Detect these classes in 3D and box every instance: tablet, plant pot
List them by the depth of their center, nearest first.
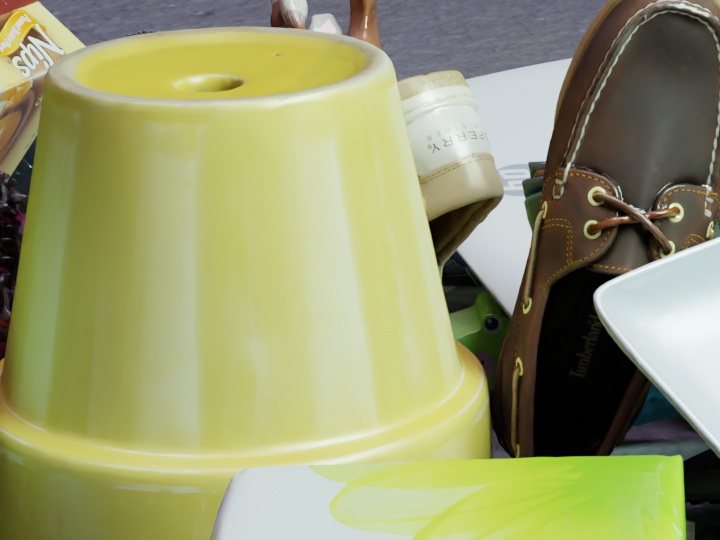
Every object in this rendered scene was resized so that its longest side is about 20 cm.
[{"bbox_3d":[-0.051,0.013,1.085,0.200,0.189,0.201,-2,17,1],"label":"plant pot"},{"bbox_3d":[0.091,-0.040,1.279,0.130,0.014,0.200,-14,33,-16],"label":"tablet"}]

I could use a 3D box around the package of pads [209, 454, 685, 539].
[{"bbox_3d":[0.020,0.130,0.852,0.154,0.068,0.200,-2,27,8],"label":"package of pads"}]

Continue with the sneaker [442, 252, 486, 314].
[{"bbox_3d":[0.062,-0.019,1.352,0.077,0.085,0.200,-15,21,-37],"label":"sneaker"}]

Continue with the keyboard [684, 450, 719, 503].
[{"bbox_3d":[0.201,0.072,1.125,0.104,0.040,0.200,-12,3,38],"label":"keyboard"}]

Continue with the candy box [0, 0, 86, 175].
[{"bbox_3d":[-0.209,-0.026,1.224,0.055,0.200,0.115,44,31,10],"label":"candy box"}]

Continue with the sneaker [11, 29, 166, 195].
[{"bbox_3d":[-0.155,-0.039,1.396,0.200,0.070,0.082,-33,-5,0],"label":"sneaker"}]

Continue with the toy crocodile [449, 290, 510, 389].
[{"bbox_3d":[0.113,0.028,1.234,0.200,0.062,0.068,-1,17,3],"label":"toy crocodile"}]

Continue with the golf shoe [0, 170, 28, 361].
[{"bbox_3d":[-0.163,0.013,1.192,0.092,0.073,0.200,-11,-24,16],"label":"golf shoe"}]

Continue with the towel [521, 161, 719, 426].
[{"bbox_3d":[0.171,-0.010,1.152,0.200,0.147,0.022,-16,41,0],"label":"towel"}]

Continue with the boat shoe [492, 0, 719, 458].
[{"bbox_3d":[0.098,-0.009,1.073,0.070,0.200,0.070,11,21,-3],"label":"boat shoe"}]

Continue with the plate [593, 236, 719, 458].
[{"bbox_3d":[0.211,0.054,1.034,0.199,0.032,0.200,-21,59,-30],"label":"plate"}]

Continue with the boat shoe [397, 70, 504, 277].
[{"bbox_3d":[0.000,0.000,1.206,0.074,0.200,0.069,-14,64,-32],"label":"boat shoe"}]

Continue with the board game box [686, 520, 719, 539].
[{"bbox_3d":[0.067,0.127,0.986,0.105,0.023,0.200,10,20,27],"label":"board game box"}]

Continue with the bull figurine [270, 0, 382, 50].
[{"bbox_3d":[-0.022,-0.058,1.279,0.065,0.122,0.200,0,-25,-12],"label":"bull figurine"}]
